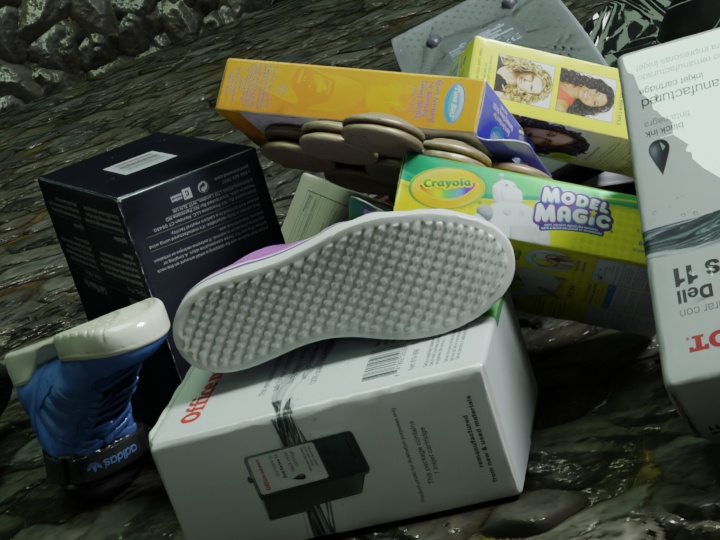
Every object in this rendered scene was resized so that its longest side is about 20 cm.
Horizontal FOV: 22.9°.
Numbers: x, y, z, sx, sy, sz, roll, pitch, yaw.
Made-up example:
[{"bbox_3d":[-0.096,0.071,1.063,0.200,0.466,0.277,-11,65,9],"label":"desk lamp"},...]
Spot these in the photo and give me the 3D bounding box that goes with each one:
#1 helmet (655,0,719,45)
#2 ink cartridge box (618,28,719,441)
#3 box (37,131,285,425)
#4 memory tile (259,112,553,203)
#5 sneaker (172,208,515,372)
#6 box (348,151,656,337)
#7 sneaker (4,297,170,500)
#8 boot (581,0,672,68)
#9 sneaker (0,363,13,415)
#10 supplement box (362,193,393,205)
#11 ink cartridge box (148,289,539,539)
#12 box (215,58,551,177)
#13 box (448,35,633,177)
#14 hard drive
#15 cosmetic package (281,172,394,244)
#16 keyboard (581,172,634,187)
[{"bbox_3d":[0.309,-0.155,1.287,0.199,0.201,0.191,-24,1,-19],"label":"helmet"},{"bbox_3d":[0.223,-0.028,0.923,0.146,0.083,0.201,-14,61,19],"label":"ink cartridge box"},{"bbox_3d":[-0.126,0.009,1.243,0.104,0.183,0.200,-22,16,-21],"label":"box"},{"bbox_3d":[0.049,-0.058,1.117,0.199,0.017,0.153,18,-12,-29],"label":"memory tile"},{"bbox_3d":[-0.005,0.000,1.039,0.199,0.073,0.114,-10,10,12],"label":"sneaker"},{"bbox_3d":[0.092,-0.016,1.075,0.199,0.049,0.117,10,-22,3],"label":"box"},{"bbox_3d":[-0.162,0.087,1.141,0.076,0.112,0.200,-22,2,-34],"label":"sneaker"},{"bbox_3d":[0.176,-0.116,1.407,0.200,0.168,0.076,-37,61,-9],"label":"boot"},{"bbox_3d":[-0.293,0.128,1.278,0.091,0.078,0.200,5,27,20],"label":"sneaker"},{"bbox_3d":[0.078,-0.035,1.378,0.108,0.061,0.200,-23,16,-16],"label":"supplement box"},{"bbox_3d":[-0.005,0.085,1.033,0.199,0.083,0.147,-14,17,15],"label":"ink cartridge box"},{"bbox_3d":[0.022,-0.091,1.130,0.199,0.042,0.119,6,-13,21],"label":"box"},{"bbox_3d":[0.158,-0.100,1.173,0.199,0.050,0.075,11,-13,-8],"label":"box"},{"bbox_3d":[0.112,-0.127,1.296,0.134,0.042,0.200,-27,48,1],"label":"hard drive"},{"bbox_3d":[0.000,0.000,1.248,0.071,0.106,0.200,20,4,-21],"label":"cosmetic package"},{"bbox_3d":[0.194,-0.078,1.344,0.056,0.011,0.199,18,18,40],"label":"keyboard"}]
